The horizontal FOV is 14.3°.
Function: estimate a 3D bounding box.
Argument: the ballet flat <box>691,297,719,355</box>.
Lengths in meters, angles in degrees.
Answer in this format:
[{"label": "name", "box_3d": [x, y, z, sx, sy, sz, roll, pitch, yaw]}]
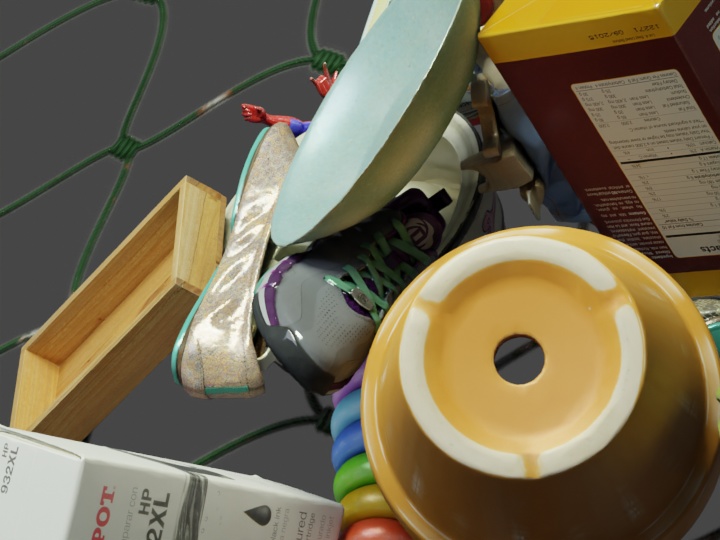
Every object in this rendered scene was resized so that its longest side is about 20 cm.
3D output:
[{"label": "ballet flat", "box_3d": [0.134, 0.075, 1.637, 0.200, 0.068, 0.075, -29, 16, 1]}]

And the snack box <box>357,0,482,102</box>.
[{"label": "snack box", "box_3d": [0.094, -0.165, 1.851, 0.200, 0.037, 0.116, -7, 48, 32]}]

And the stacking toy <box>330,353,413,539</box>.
[{"label": "stacking toy", "box_3d": [0.016, 0.129, 1.654, 0.085, 0.085, 0.200, -16, 46, 25]}]

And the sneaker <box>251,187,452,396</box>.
[{"label": "sneaker", "box_3d": [0.000, 0.000, 1.620, 0.088, 0.074, 0.200, -39, 9, 20]}]

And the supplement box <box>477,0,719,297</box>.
[{"label": "supplement box", "box_3d": [0.208, -0.121, 1.625, 0.133, 0.200, 0.197, -5, 38, 46]}]

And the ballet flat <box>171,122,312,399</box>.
[{"label": "ballet flat", "box_3d": [-0.052, -0.003, 1.744, 0.067, 0.068, 0.200, 8, 59, 19]}]

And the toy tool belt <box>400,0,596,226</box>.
[{"label": "toy tool belt", "box_3d": [0.113, -0.097, 1.712, 0.125, 0.200, 0.123, -33, 35, 20]}]

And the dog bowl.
[{"label": "dog bowl", "box_3d": [0.004, -0.011, 1.809, 0.200, 0.074, 0.200, -22, 39, 19]}]

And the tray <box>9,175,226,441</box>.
[{"label": "tray", "box_3d": [-0.157, 0.038, 1.851, 0.200, 0.037, 0.099, -43, 30, 35]}]

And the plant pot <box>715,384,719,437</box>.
[{"label": "plant pot", "box_3d": [0.286, 0.062, 1.441, 0.190, 0.200, 0.200, -34, 36, 23]}]

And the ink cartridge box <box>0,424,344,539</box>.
[{"label": "ink cartridge box", "box_3d": [-0.119, 0.176, 1.570, 0.084, 0.200, 0.145, 12, 88, 46]}]

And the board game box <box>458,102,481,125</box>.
[{"label": "board game box", "box_3d": [0.116, -0.173, 1.911, 0.200, 0.046, 0.152, -12, 44, 28]}]

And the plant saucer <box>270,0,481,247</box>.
[{"label": "plant saucer", "box_3d": [0.019, -0.091, 1.632, 0.201, 0.039, 0.201, -52, 16, 21]}]

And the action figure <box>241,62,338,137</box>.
[{"label": "action figure", "box_3d": [-0.062, -0.070, 1.906, 0.200, 0.099, 0.065, -43, 36, -12]}]

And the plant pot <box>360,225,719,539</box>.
[{"label": "plant pot", "box_3d": [0.092, 0.061, 1.508, 0.200, 0.183, 0.200, -2, 76, 7]}]
